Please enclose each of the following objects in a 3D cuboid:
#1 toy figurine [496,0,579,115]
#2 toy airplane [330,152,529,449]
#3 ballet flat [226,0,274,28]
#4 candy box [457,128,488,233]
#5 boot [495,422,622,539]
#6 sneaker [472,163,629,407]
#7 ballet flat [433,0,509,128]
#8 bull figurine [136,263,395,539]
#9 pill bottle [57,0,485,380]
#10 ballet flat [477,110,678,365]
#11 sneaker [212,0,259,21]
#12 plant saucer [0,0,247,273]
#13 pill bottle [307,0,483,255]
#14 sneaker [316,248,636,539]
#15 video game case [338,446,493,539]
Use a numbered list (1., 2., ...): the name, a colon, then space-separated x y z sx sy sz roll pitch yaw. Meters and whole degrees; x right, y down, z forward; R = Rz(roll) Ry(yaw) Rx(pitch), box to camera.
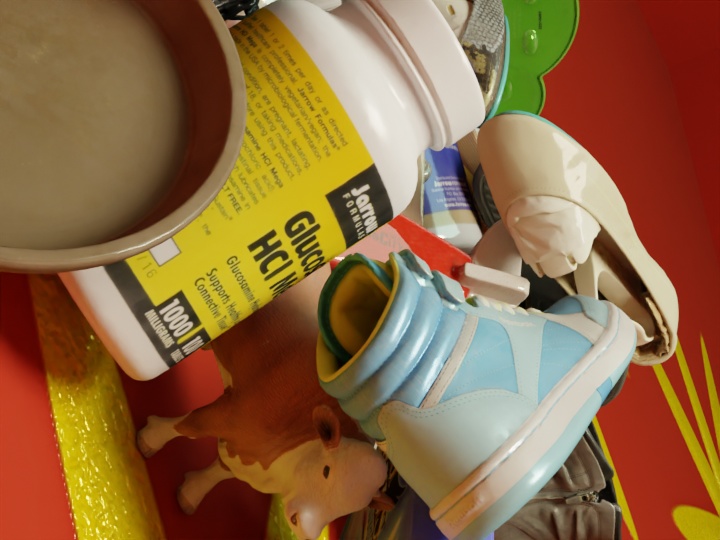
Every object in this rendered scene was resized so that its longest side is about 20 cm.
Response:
1. toy figurine: 0.145 -0.269 1.709 0.185 0.148 0.202 -92 178 -65
2. toy airplane: 0.000 0.000 0.946 0.199 0.140 0.201 -32 96 -43
3. ballet flat: -0.080 -0.196 1.034 0.072 0.067 0.202 39 33 -61
4. candy box: 0.038 -0.084 1.184 0.202 0.114 0.055 70 19 -1
5. boot: 0.102 0.118 1.137 0.202 0.129 0.068 63 19 -21
6. sneaker: 0.132 -0.008 1.100 0.114 0.075 0.201 -74 141 -66
7. ballet flat: 0.068 -0.181 1.122 0.072 0.071 0.202 54 35 -40
8. bull figurine: -0.049 0.048 0.785 0.065 0.120 0.202 44 31 -51
9. pill bottle: -0.047 -0.049 0.729 0.113 0.199 0.113 55 -6 9
10. ballet flat: 0.130 -0.011 0.945 0.200 0.069 0.070 44 30 -36
11. sneaker: -0.060 -0.149 0.746 0.200 0.075 0.080 -133 -150 -64
12. plant saucer: -0.141 -0.079 0.635 0.198 0.030 0.202 14 52 -18
13. pill bottle: 0.000 -0.092 1.077 0.119 0.119 0.202 13 59 -69
14. sneaker: 0.052 0.028 0.755 0.131 0.080 0.200 45 29 1
15. video game case: 0.015 0.168 0.796 0.045 0.183 0.201 18 34 -7
